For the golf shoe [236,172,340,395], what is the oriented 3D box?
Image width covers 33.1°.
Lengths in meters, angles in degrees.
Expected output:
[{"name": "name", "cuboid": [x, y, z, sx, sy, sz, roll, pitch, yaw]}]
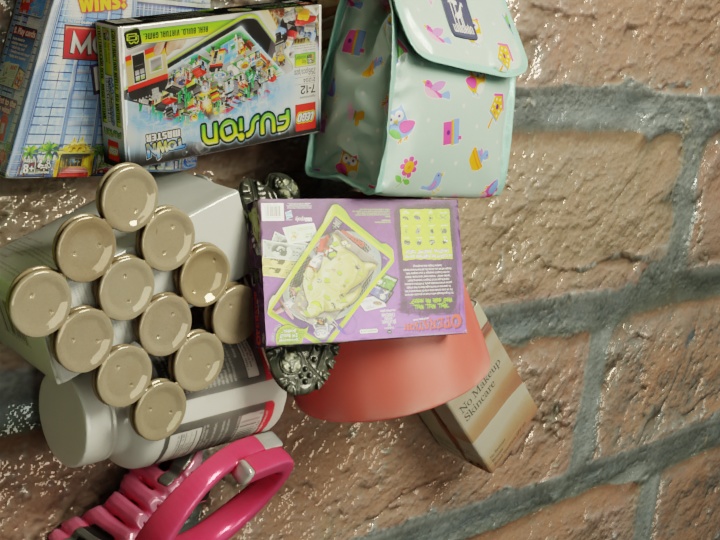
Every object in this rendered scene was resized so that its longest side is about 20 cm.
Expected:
[{"name": "golf shoe", "cuboid": [-0.070, 0.017, 1.070, 0.076, 0.088, 0.203, -3, 70, -25]}]

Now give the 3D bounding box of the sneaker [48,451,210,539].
[{"name": "sneaker", "cuboid": [-0.208, 0.240, 1.096, 0.200, 0.079, 0.096, -45, 147, -20]}]

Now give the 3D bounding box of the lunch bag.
[{"name": "lunch bag", "cuboid": [0.055, -0.170, 1.070, 0.169, 0.121, 0.203, 0, 104, -43]}]

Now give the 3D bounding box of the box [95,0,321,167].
[{"name": "box", "cuboid": [-0.116, -0.153, 0.976, 0.198, 0.034, 0.112, -17, 116, -40]}]

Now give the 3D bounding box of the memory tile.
[{"name": "memory tile", "cuboid": [-0.168, 0.027, 0.934, 0.154, 0.017, 0.200, -53, 133, -16]}]

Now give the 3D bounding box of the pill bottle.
[{"name": "pill bottle", "cuboid": [-0.170, 0.107, 1.049, 0.198, 0.110, 0.112, -10, 112, -42]}]

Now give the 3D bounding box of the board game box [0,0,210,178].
[{"name": "board game box", "cuboid": [-0.197, -0.179, 0.957, 0.198, 0.061, 0.203, -6, 109, -43]}]

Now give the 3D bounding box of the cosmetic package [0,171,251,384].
[{"name": "cosmetic package", "cuboid": [-0.196, -0.004, 0.985, 0.199, 0.112, 0.082, -29, 123, -31]}]

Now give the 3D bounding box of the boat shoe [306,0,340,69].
[{"name": "boat shoe", "cuboid": [-0.033, -0.231, 1.091, 0.200, 0.075, 0.072, -40, 127, -29]}]

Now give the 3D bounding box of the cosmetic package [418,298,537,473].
[{"name": "cosmetic package", "cuboid": [0.109, 0.120, 1.343, 0.104, 0.087, 0.201, -50, 133, -17]}]

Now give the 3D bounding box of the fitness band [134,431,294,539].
[{"name": "fitness band", "cuboid": [-0.128, 0.210, 1.071, 0.144, 0.037, 0.200, -50, 165, 10]}]

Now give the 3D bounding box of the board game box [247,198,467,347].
[{"name": "board game box", "cuboid": [0.000, 0.000, 1.033, 0.197, 0.032, 0.122, -1, 82, -30]}]

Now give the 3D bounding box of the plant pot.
[{"name": "plant pot", "cuboid": [0.012, 0.024, 1.154, 0.199, 0.199, 0.180, -25, 110, -36]}]
